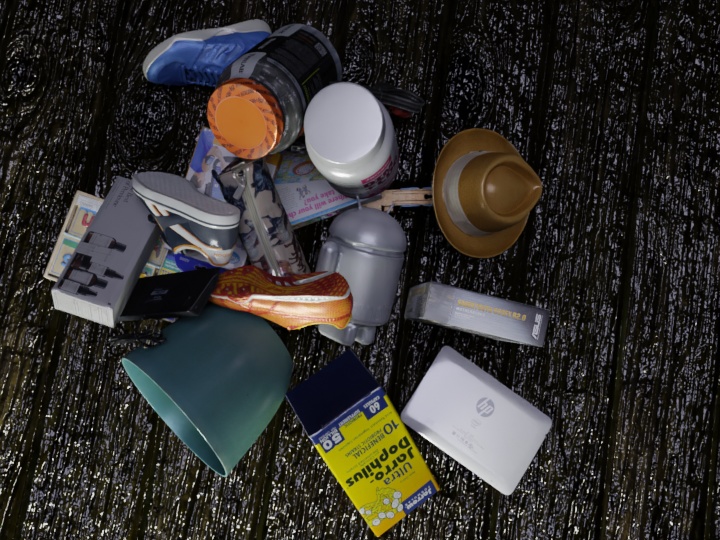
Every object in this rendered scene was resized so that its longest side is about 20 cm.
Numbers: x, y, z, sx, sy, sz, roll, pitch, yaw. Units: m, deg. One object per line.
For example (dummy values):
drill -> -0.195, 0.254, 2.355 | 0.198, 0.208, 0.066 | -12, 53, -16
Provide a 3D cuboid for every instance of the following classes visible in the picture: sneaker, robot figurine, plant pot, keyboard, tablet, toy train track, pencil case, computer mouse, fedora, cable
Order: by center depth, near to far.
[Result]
sneaker -> -0.106, 0.042, 0.906 | 0.197, 0.078, 0.073 | 7, 37, 16
keyboard -> -0.266, 0.052, 0.929 | 0.021, 0.198, 0.128 | 53, 50, -30
sneaker -> -0.234, -0.068, 0.944 | 0.078, 0.199, 0.081 | -14, 123, -43
plant pot -> -0.186, 0.138, 0.955 | 0.201, 0.201, 0.161 | 46, 64, 2
pencil case -> -0.127, -0.052, 0.961 | 0.077, 0.090, 0.203 | -17, 102, 13
robot figurine -> 0.000, 0.000, 1.010 | 0.112, 0.168, 0.204 | 19, 101, 36
cable -> 0.025, -0.232, 1.015 | 0.096, 0.200, 0.051 | 25, 113, 16
computer mouse -> -0.136, -0.191, 1.027 | 0.058, 0.199, 0.035 | -25, 129, -35
fedora -> 0.194, -0.113, 1.033 | 0.198, 0.081, 0.205 | 0, 90, -35
sneaker -> -0.209, -0.286, 1.054 | 0.197, 0.077, 0.113 | -18, 71, -13
tablet -> 0.170, 0.218, 1.062 | 0.199, 0.014, 0.131 | 35, 81, -1
toy train track -> 0.062, -0.107, 1.077 | 0.196, 0.033, 0.117 | -2, 90, 2

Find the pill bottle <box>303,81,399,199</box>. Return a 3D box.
pill bottle -> -0.010, -0.162, 0.928 | 0.111, 0.200, 0.116 | 0, 86, 7

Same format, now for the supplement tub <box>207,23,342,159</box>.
supplement tub -> -0.110, -0.232, 0.941 | 0.121, 0.123, 0.201 | 32, 39, -1

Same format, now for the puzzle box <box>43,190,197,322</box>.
puzzle box -> -0.335, -0.019, 1.040 | 0.197, 0.025, 0.135 | 19, 82, -3

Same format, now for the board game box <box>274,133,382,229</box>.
board game box -> -0.082, -0.138, 1.053 | 0.197, 0.034, 0.137 | -18, 84, 5

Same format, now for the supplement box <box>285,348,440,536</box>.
supplement box -> 0.004, 0.226, 0.954 | 0.108, 0.109, 0.202 | -34, 120, -8

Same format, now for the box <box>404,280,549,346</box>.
box -> 0.149, 0.059, 0.986 | 0.156, 0.200, 0.049 | 14, 85, -2

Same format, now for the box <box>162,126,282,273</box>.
box -> -0.195, -0.086, 1.018 | 0.117, 0.041, 0.203 | 18, 86, -1

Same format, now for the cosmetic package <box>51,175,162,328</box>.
cosmetic package -> -0.326, -0.030, 0.968 | 0.081, 0.051, 0.202 | 19, 54, -6
